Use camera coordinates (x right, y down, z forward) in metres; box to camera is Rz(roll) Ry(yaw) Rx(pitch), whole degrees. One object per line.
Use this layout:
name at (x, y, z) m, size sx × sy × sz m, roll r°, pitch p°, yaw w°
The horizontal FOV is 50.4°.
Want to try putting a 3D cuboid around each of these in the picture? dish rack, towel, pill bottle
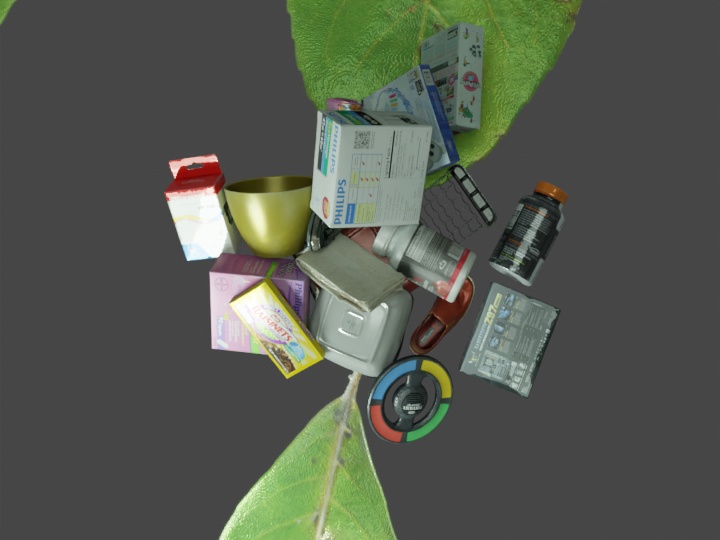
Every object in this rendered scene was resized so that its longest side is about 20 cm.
dish rack at (0.175, -0.113, 1.620) m, size 0.198 × 0.055 × 0.155 m, roll -37°, pitch 87°, yaw 4°
towel at (-0.018, 0.003, 1.521) m, size 0.199 × 0.035 × 0.132 m, roll 35°, pitch 48°, yaw 27°
pill bottle at (0.354, -0.080, 1.583) m, size 0.105 × 0.106 × 0.203 m, roll 28°, pitch 90°, yaw 3°
pill bottle at (0.126, -0.029, 1.545) m, size 0.197 × 0.111 × 0.112 m, roll 28°, pitch 91°, yaw 7°

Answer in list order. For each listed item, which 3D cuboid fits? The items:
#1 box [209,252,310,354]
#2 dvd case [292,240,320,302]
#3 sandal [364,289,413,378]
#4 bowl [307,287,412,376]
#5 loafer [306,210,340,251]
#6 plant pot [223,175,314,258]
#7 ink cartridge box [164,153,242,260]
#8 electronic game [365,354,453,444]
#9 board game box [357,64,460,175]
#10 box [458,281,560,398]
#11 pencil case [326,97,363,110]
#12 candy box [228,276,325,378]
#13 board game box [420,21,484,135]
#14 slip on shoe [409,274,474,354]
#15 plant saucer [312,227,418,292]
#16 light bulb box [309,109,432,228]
box at (-0.205, 0.072, 1.582) m, size 0.195 × 0.097 × 0.180 m, roll 5°, pitch 115°, yaw 2°
dvd case at (-0.046, 0.013, 1.645) m, size 0.140 × 0.018 × 0.203 m, roll -27°, pitch 88°, yaw 1°
sandal at (0.057, 0.133, 1.619) m, size 0.074 × 0.048 × 0.204 m, roll 18°, pitch 98°, yaw -27°
bowl at (-0.010, 0.105, 1.556) m, size 0.196 × 0.075 × 0.204 m, roll 22°, pitch 99°, yaw 11°
loafer at (-0.061, -0.102, 1.561) m, size 0.061 × 0.201 × 0.073 m, roll 4°, pitch 120°, yaw 9°
plant pot at (-0.177, -0.109, 1.581) m, size 0.195 × 0.200 × 0.146 m, roll -2°, pitch 107°, yaw 3°
ink cartridge box at (-0.329, -0.129, 1.585) m, size 0.113 × 0.068 × 0.204 m, roll -6°, pitch 119°, yaw 12°
electronic game at (0.103, 0.269, 1.584) m, size 0.195 × 0.042 × 0.205 m, roll -8°, pitch 113°, yaw -20°
board game box at (0.092, -0.286, 1.572) m, size 0.197 × 0.043 × 0.205 m, roll -19°, pitch 88°, yaw 44°
box at (0.312, 0.145, 1.610) m, size 0.154 × 0.051 × 0.204 m, roll 21°, pitch 91°, yaw 3°
pencil case at (-0.043, -0.260, 1.605) m, size 0.085 × 0.087 × 0.205 m, roll 8°, pitch 98°, yaw 3°
candy box at (-0.166, 0.117, 1.527) m, size 0.101 × 0.027 × 0.201 m, roll -29°, pitch 108°, yaw 21°
board game box at (0.185, -0.386, 1.573) m, size 0.063 × 0.147 × 0.206 m, roll 3°, pitch 89°, yaw -26°
slip on shoe at (0.175, 0.094, 1.613) m, size 0.074 × 0.061 × 0.201 m, roll 38°, pitch 90°, yaw 4°
plant saucer at (0.000, 0.000, 1.617) m, size 0.198 × 0.037 × 0.202 m, roll -34°, pitch 87°, yaw 2°
light bulb box at (0.017, -0.198, 1.478) m, size 0.195 × 0.125 × 0.203 m, roll -3°, pitch 114°, yaw -24°
